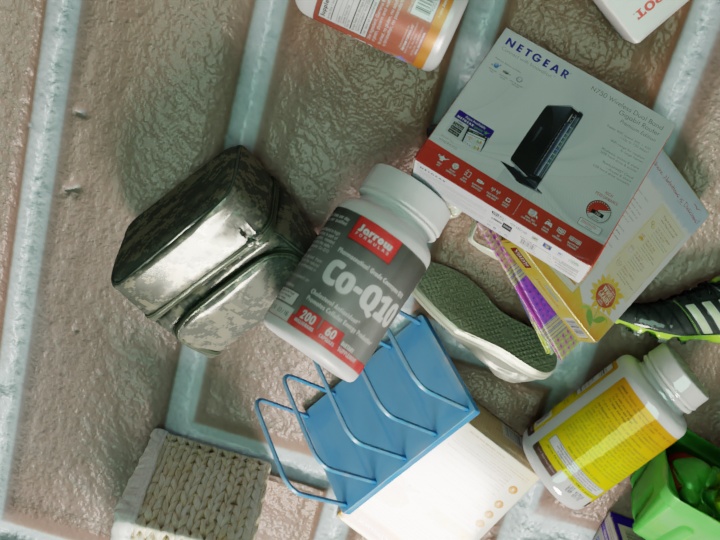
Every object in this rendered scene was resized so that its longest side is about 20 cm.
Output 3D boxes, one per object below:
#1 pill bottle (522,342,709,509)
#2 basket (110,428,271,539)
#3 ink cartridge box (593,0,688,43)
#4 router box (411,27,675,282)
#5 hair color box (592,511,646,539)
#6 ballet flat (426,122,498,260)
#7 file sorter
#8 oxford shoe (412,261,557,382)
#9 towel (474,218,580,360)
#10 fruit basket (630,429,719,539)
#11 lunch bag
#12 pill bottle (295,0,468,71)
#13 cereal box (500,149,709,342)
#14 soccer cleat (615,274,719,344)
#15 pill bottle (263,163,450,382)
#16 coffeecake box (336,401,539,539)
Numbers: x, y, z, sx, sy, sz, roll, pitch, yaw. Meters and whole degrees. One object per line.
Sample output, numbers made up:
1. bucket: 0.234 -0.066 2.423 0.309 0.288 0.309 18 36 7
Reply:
1. pill bottle: 0.289 0.172 1.072 0.200 0.109 0.109 -41 102 17
2. basket: -0.208 0.332 1.121 0.159 0.200 0.200 13 110 -2
3. ink cartridge box: 0.257 -0.344 0.909 0.146 0.084 0.200 -40 101 16
4. router box: 0.179 -0.117 0.937 0.199 0.049 0.180 32 73 10
5. hair color box: 0.294 0.411 1.155 0.064 0.109 0.202 20 109 -2
6. ballet flat: 0.129 -0.068 1.018 0.073 0.073 0.200 -41 104 16
7. file sorter: -0.001 0.148 1.048 0.200 0.139 0.122 -41 142 16
8. oxford shoe: 0.131 0.065 1.074 0.199 0.076 0.058 35 144 -6
9. towel: 0.210 -0.023 1.011 0.143 0.023 0.201 -40 111 -18
10. fruit basket: 0.428 0.251 1.062 0.213 0.156 0.218 6 123 10
11. lunch bag: -0.145 -0.012 1.035 0.199 0.140 0.168 -36 120 16
12. pill bottle: 0.006 -0.287 0.935 0.198 0.112 0.113 24 109 -3
13. cereal box: 0.258 -0.045 0.989 0.200 0.039 0.144 -44 103 -15
14. soccer cleat: 0.379 0.042 1.050 0.197 0.068 0.082 5 93 1
15. pill bottle: 0.000 0.000 0.958 0.113 0.114 0.201 34 82 -8
16. coffeecake box: 0.091 0.253 1.134 0.153 0.073 0.200 37 108 -9
